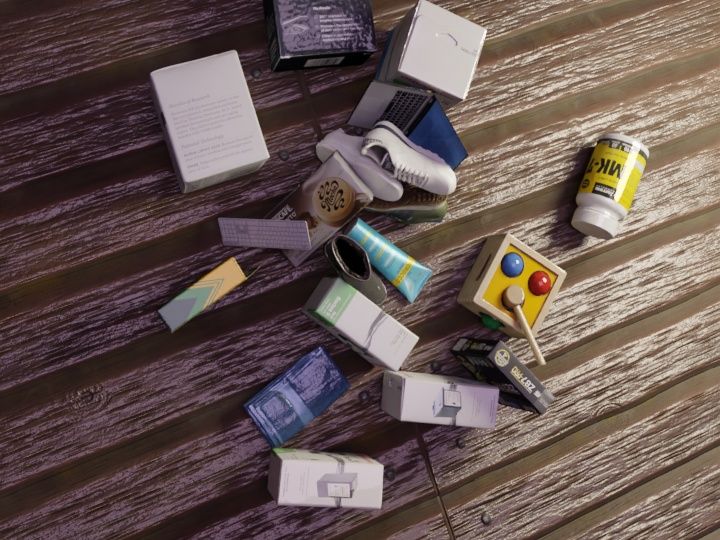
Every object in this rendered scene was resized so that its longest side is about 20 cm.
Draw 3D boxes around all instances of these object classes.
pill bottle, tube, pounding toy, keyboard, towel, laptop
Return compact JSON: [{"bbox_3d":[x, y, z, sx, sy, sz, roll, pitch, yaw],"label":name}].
[{"bbox_3d":[0.527,-0.176,1.770,0.113,0.114,0.203,24,82,-13],"label":"pill bottle"},{"bbox_3d":[0.052,-0.025,1.680,0.199,0.050,0.078,39,87,-16],"label":"tube"},{"bbox_3d":[0.315,0.059,1.692,0.182,0.142,0.202,31,81,-11],"label":"pounding toy"},{"bbox_3d":[-0.181,-0.070,1.561,0.011,0.197,0.057,-51,137,-49],"label":"keyboard"},{"bbox_3d":[-0.120,0.245,1.622,0.199,0.048,0.112,-38,98,-13],"label":"towel"},{"bbox_3d":[0.085,-0.258,1.607,0.196,0.187,0.118,8,72,-14],"label":"laptop"}]

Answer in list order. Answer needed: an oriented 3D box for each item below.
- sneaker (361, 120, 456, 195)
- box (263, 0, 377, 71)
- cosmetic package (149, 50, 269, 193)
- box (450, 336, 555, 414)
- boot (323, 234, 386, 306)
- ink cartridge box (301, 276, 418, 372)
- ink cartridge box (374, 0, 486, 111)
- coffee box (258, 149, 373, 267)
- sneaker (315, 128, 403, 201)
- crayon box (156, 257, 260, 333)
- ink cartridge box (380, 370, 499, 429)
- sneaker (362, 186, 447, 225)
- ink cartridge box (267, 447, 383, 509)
[{"bbox_3d":[0.090,-0.197,1.583,0.198,0.077,0.081,32,44,0],"label":"sneaker"},{"bbox_3d":[-0.084,-0.504,1.616,0.193,0.117,0.204,-8,91,-14],"label":"box"},{"bbox_3d":[-0.281,-0.269,1.534,0.162,0.165,0.204,-19,92,-14],"label":"cosmetic package"},{"bbox_3d":[0.276,0.204,1.649,0.161,0.200,0.049,45,77,-10],"label":"box"},{"bbox_3d":[-0.001,0.002,1.581,0.182,0.200,0.073,43,80,-9],"label":"boot"},{"bbox_3d":[-0.003,0.104,1.605,0.199,0.146,0.085,37,80,-10],"label":"ink cartridge box"},{"bbox_3d":[0.129,-0.405,1.627,0.144,0.200,0.149,20,84,-13],"label":"ink cartridge box"},{"bbox_3d":[-0.084,-0.118,1.589,0.199,0.080,0.113,-40,100,12],"label":"coffee box"},{"bbox_3d":[0.013,-0.218,1.635,0.198,0.076,0.089,35,60,13],"label":"sneaker"},{"bbox_3d":[-0.284,0.035,1.545,0.199,0.127,0.051,-36,97,-14],"label":"crayon box"},{"bbox_3d":[0.153,0.252,1.643,0.196,0.146,0.088,6,89,-14],"label":"ink cartridge box"},{"bbox_3d":[0.079,-0.124,1.672,0.196,0.090,0.068,3,58,13],"label":"sneaker"},{"bbox_3d":[-0.069,0.394,1.581,0.196,0.145,0.086,7,86,-15],"label":"ink cartridge box"}]
